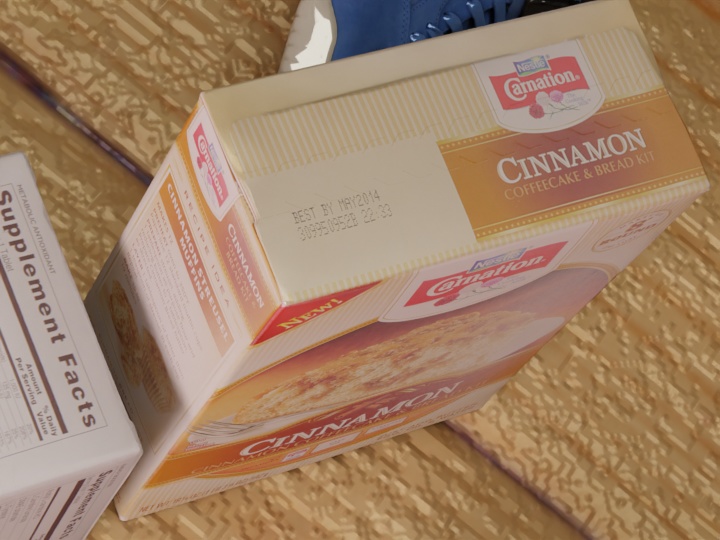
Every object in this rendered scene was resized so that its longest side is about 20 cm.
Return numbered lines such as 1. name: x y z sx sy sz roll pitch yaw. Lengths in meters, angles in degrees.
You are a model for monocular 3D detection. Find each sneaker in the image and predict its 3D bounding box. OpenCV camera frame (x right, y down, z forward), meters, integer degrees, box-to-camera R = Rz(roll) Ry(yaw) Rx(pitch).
1. sneaker: 0.037 -0.097 0.942 0.111 0.077 0.201 22 54 1

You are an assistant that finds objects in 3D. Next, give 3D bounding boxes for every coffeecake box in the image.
1. coffeecake box: 0.000 0.000 0.814 0.153 0.200 0.073 -15 72 -25

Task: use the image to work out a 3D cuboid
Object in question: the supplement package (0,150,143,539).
1. supplement package: -0.187 0.055 0.771 0.199 0.110 0.114 -16 73 -25
